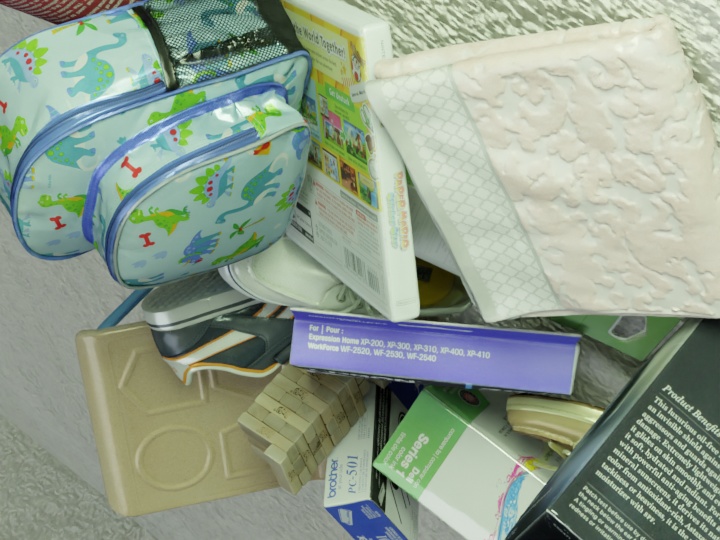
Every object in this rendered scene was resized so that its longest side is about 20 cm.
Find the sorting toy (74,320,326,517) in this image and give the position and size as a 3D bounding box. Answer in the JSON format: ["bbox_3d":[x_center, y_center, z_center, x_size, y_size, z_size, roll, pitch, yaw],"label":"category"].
[{"bbox_3d":[-0.123,0.108,1.542,0.037,0.198,0.187,-103,6,-58],"label":"sorting toy"}]

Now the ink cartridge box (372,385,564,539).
[{"bbox_3d":[0.128,0.163,1.457,0.199,0.084,0.145,38,-159,10],"label":"ink cartridge box"}]

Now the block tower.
[{"bbox_3d":[-0.012,0.075,1.455,0.058,0.200,0.054,29,158,30],"label":"block tower"}]

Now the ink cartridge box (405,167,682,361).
[{"bbox_3d":[0.112,-0.022,1.192,0.198,0.060,0.104,25,160,2],"label":"ink cartridge box"}]

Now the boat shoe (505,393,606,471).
[{"bbox_3d":[0.192,0.139,1.322,0.198,0.063,0.073,19,177,10],"label":"boat shoe"}]

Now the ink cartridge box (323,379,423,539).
[{"bbox_3d":[0.013,0.119,1.513,0.044,0.202,0.094,-12,142,22],"label":"ink cartridge box"}]

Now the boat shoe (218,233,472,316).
[{"bbox_3d":[0.000,0.005,1.342,0.200,0.075,0.086,11,-172,-30],"label":"boat shoe"}]

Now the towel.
[{"bbox_3d":[0.119,-0.048,1.067,0.189,0.032,0.201,-4,132,31],"label":"towel"}]

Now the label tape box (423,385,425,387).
[{"bbox_3d":[0.092,0.169,1.675,0.144,0.063,0.200,37,161,14],"label":"label tape box"}]

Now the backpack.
[{"bbox_3d":[-0.133,-0.081,1.181,0.148,0.198,0.184,64,157,25],"label":"backpack"}]

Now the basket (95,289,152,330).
[{"bbox_3d":[-0.118,0.047,1.593,0.139,0.200,0.177,20,155,52],"label":"basket"}]

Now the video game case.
[{"bbox_3d":[-0.017,-0.083,1.189,0.200,0.023,0.184,-141,41,-63],"label":"video game case"}]

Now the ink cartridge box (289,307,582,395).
[{"bbox_3d":[0.051,0.058,1.309,0.196,0.044,0.200,5,175,4],"label":"ink cartridge box"}]

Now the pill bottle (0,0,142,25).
[{"bbox_3d":[-0.184,-0.213,1.196,0.112,0.114,0.199,22,-177,44],"label":"pill bottle"}]

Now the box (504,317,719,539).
[{"bbox_3d":[0.197,0.133,1.179,0.123,0.199,0.200,41,161,7],"label":"box"}]

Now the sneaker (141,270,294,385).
[{"bbox_3d":[-0.063,0.028,1.445,0.079,0.198,0.080,-95,-12,-67],"label":"sneaker"}]
